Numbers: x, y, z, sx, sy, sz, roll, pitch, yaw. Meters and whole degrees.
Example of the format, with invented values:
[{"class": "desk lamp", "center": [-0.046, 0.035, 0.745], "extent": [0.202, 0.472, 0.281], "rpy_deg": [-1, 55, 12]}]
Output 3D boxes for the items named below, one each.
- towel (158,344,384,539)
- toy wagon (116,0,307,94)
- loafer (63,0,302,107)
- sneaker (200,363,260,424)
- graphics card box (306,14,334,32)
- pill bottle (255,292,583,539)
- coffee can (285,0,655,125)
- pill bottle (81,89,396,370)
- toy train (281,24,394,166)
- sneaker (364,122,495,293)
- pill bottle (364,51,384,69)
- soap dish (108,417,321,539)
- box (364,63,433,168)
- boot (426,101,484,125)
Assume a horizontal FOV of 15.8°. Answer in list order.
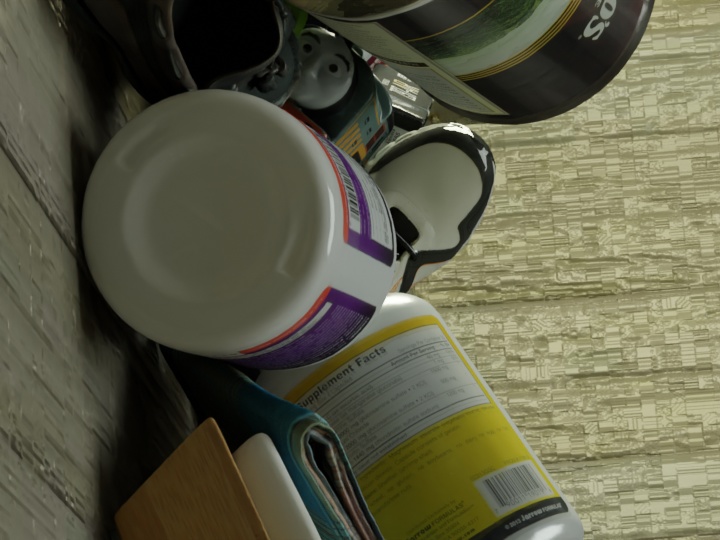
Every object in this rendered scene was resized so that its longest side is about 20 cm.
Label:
[{"class": "towel", "center": [-0.027, 0.105, 1.191], "extent": [0.147, 0.022, 0.200], "rpy_deg": [62, -13, -19]}, {"class": "toy wagon", "center": [-0.072, -0.181, 1.205], "extent": [0.155, 0.040, 0.200], "rpy_deg": [-8, 102, -65]}, {"class": "loafer", "center": [-0.066, -0.101, 1.115], "extent": [0.072, 0.063, 0.200], "rpy_deg": [-61, 155, -2]}, {"class": "sneaker", "center": [-0.043, 0.076, 1.393], "extent": [0.072, 0.083, 0.200], "rpy_deg": [-78, 163, -76]}, {"class": "graphics card box", "center": [-0.047, -0.229, 1.438], "extent": [0.200, 0.051, 0.125], "rpy_deg": [-121, -161, -50]}, {"class": "pill bottle", "center": [0.014, 0.083, 1.291], "extent": [0.200, 0.112, 0.112], "rpy_deg": [56, -6, 19]}, {"class": "coffee can", "center": [0.042, -0.163, 1.235], "extent": [0.200, 0.146, 0.146], "rpy_deg": [24, 60, -64]}, {"class": "pill bottle", "center": [-0.045, -0.012, 1.159], "extent": [0.200, 0.111, 0.111], "rpy_deg": [28, 58, -78]}, {"class": "toy train", "center": [-0.036, -0.072, 1.362], "extent": [0.114, 0.085, 0.200], "rpy_deg": [-51, 173, -4]}, {"class": "sneaker", "center": [0.000, 0.000, 1.445], "extent": [0.074, 0.200, 0.080], "rpy_deg": [43, 16, -7]}, {"class": "pill bottle", "center": [-0.031, -0.168, 1.620], "extent": [0.200, 0.110, 0.110], "rpy_deg": [-15, 100, -85]}, {"class": "soap dish", "center": [-0.038, 0.178, 1.122], "extent": [0.200, 0.081, 0.157], "rpy_deg": [79, -14, -58]}, {"class": "box", "center": [-0.013, -0.020, 1.572], "extent": [0.160, 0.044, 0.200], "rpy_deg": [-71, -177, -77]}, {"class": "boot", "center": [0.012, -0.092, 1.798], "extent": [0.072, 0.155, 0.200], "rpy_deg": [-72, 157, -78]}]
